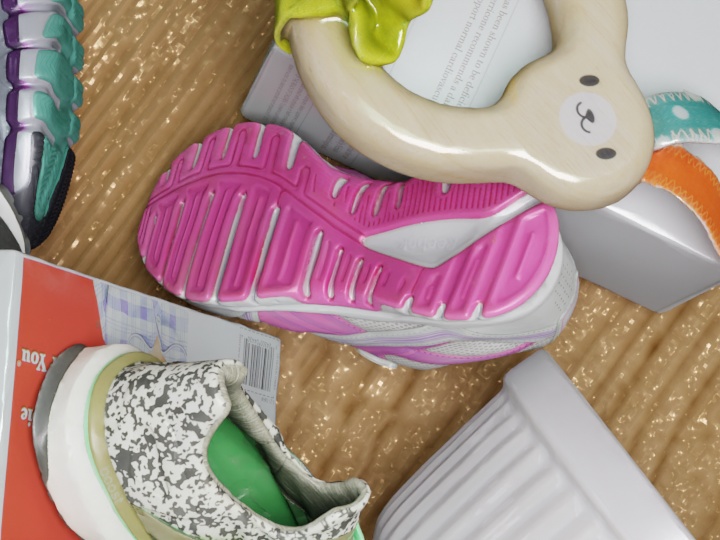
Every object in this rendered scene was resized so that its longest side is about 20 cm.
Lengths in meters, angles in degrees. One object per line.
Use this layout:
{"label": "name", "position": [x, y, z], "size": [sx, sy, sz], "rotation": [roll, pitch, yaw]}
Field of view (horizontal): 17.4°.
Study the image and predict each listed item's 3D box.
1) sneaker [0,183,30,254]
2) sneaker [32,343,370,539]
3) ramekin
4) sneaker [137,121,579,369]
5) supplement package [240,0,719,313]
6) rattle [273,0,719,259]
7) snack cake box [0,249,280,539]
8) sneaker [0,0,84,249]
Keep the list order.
{"label": "sneaker", "position": [-0.217, -0.035, 0.880], "size": [0.200, 0.074, 0.079], "rotation": [31, 53, -20]}
{"label": "sneaker", "position": [-0.028, 0.102, 0.819], "size": [0.200, 0.089, 0.077], "rotation": [52, 44, -29]}
{"label": "ramekin", "position": [0.091, 0.139, 0.909], "size": [0.105, 0.200, 0.200], "rotation": [-38, 91, 2]}
{"label": "sneaker", "position": [0.000, 0.000, 0.941], "size": [0.200, 0.088, 0.081], "rotation": [13, 72, 33]}
{"label": "supplement package", "position": [0.070, -0.081, 0.949], "size": [0.200, 0.117, 0.117], "rotation": [26, 77, -4]}
{"label": "rattle", "position": [0.074, -0.087, 0.823], "size": [0.200, 0.143, 0.130], "rotation": [38, 52, 7]}
{"label": "snack cake box", "position": [-0.105, 0.066, 0.879], "size": [0.067, 0.200, 0.115], "rotation": [0, 79, 25]}
{"label": "sneaker", "position": [-0.159, -0.105, 0.961], "size": [0.088, 0.074, 0.200], "rotation": [1, 76, 4]}
